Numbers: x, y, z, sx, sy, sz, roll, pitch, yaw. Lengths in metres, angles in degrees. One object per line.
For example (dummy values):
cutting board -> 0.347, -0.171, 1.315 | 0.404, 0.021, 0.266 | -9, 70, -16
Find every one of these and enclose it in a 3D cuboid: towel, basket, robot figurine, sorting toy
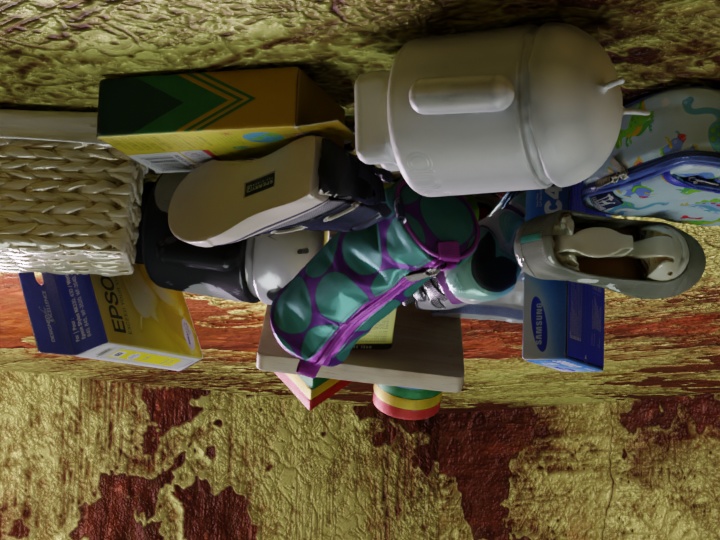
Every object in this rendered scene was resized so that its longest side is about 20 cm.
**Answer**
towel -> 0.168, -0.019, 1.513 | 0.146, 0.024, 0.200 | 6, 134, -32
basket -> -0.287, -0.066, 1.326 | 0.199, 0.124, 0.136 | 1, 171, -5
robot figurine -> -0.130, -0.033, 1.439 | 0.199, 0.151, 0.125 | 9, 143, 16
robot figurine -> 0.096, -0.111, 1.057 | 0.199, 0.113, 0.169 | -3, 179, 25
sorting toy -> 0.000, 0.081, 1.541 | 0.199, 0.070, 0.199 | 7, -156, -1

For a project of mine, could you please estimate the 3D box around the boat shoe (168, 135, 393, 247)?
boat shoe -> -0.063, -0.051, 1.224 | 0.093, 0.075, 0.200 | 20, 160, -41

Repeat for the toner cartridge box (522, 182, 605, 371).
toner cartridge box -> 0.181, -0.015, 1.334 | 0.043, 0.201, 0.095 | -3, 169, 30

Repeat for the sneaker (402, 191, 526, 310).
sneaker -> 0.109, -0.017, 1.411 | 0.140, 0.078, 0.200 | -19, -176, 44

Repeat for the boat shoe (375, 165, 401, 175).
boat shoe -> 0.099, -0.114, 1.217 | 0.200, 0.063, 0.073 | 0, -162, 33

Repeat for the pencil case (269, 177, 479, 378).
pencil case -> 0.008, 0.004, 1.277 | 0.085, 0.093, 0.200 | 18, 138, -31

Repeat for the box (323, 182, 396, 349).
box -> 0.000, 0.000, 1.390 | 0.075, 0.050, 0.200 | -1, 145, -4

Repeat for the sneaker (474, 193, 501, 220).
sneaker -> 0.047, -0.039, 1.543 | 0.199, 0.085, 0.077 | -2, 168, 15

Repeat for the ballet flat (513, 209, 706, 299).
ballet flat -> 0.224, -0.014, 1.270 | 0.199, 0.068, 0.064 | 4, 167, -26

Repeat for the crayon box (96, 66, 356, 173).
crayon box -> -0.094, -0.119, 1.215 | 0.199, 0.051, 0.127 | -1, 170, 15

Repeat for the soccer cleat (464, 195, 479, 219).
soccer cleat -> 0.016, -0.054, 1.478 | 0.199, 0.068, 0.081 | -3, -174, 20

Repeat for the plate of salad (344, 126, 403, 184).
plate of salad -> 0.025, -0.090, 1.369 | 0.199, 0.048, 0.200 | 2, 169, 0

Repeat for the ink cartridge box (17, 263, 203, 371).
ink cartridge box -> -0.250, -0.006, 1.460 | 0.047, 0.198, 0.200 | -28, 159, 22

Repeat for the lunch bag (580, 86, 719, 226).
lunch bag -> 0.291, -0.091, 1.251 | 0.199, 0.083, 0.161 | 6, 166, -32
